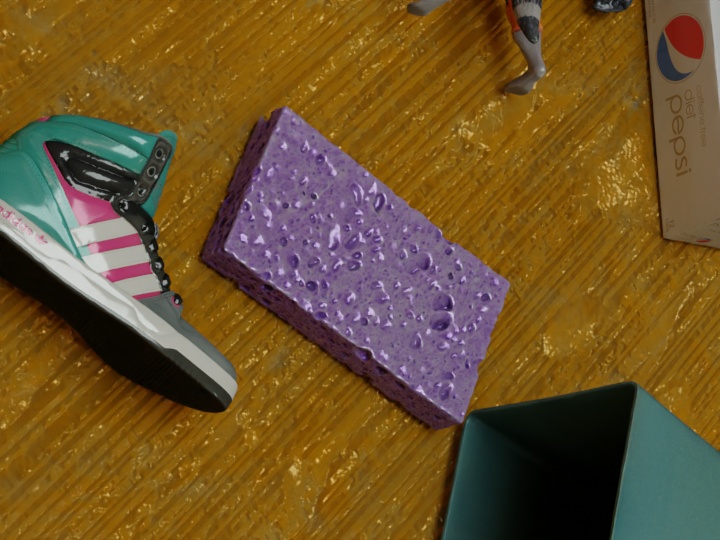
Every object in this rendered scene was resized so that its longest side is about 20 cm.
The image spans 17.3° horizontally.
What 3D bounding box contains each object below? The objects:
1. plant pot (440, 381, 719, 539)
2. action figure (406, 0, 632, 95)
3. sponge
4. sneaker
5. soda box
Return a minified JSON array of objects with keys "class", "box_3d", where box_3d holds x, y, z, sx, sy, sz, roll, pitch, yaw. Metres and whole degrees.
[{"class":"plant pot","box_3d":[0.170,0.183,1.484,0.200,0.141,0.141,33,58,-35]},{"class":"action figure","box_3d":[0.129,-0.219,1.600,0.200,0.105,0.194,29,70,-26]},{"class":"sponge","box_3d":[0.000,0.000,1.474,0.200,0.030,0.112,38,56,-24]},{"class":"sneaker","box_3d":[-0.129,-0.018,1.349,0.200,0.084,0.121,41,64,-20]},{"class":"soda box","box_3d":[0.251,-0.121,1.685,0.064,0.068,0.200,9,71,-36]}]
